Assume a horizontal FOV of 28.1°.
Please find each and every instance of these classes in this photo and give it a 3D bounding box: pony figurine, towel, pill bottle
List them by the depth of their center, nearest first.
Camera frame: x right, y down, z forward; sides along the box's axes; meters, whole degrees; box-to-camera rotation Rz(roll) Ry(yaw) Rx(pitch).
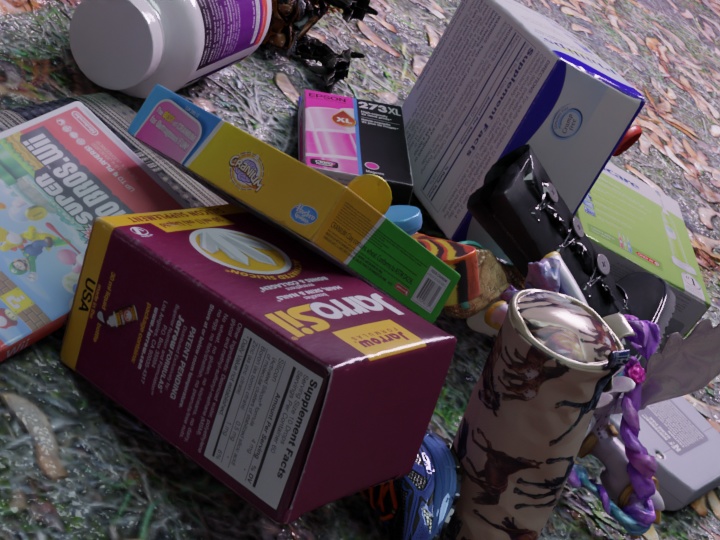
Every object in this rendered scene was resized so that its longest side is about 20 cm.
[{"bbox_3d":[-0.174,-0.054,1.049,0.199,0.035,0.192,39,25,12],"label":"towel"},{"bbox_3d":[0.176,0.085,1.060,0.165,0.194,0.200,-21,55,-26],"label":"pony figurine"},{"bbox_3d":[-0.160,-0.211,1.208,0.112,0.113,0.200,38,28,6],"label":"pill bottle"}]

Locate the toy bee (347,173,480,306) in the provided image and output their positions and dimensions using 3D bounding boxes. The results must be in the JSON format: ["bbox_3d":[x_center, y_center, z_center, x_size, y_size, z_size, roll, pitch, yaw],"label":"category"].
[{"bbox_3d":[0.000,0.000,1.092,0.108,0.200,0.132,-17,90,-24],"label":"toy bee"}]

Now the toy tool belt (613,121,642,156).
[{"bbox_3d":[0.228,-0.180,1.577,0.123,0.125,0.199,53,31,14],"label":"toy tool belt"}]

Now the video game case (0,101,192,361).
[{"bbox_3d":[-0.209,-0.031,0.933,0.143,0.018,0.200,42,43,13],"label":"video game case"}]

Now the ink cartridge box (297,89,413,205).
[{"bbox_3d":[-0.007,-0.117,1.280,0.094,0.037,0.201,9,29,-8],"label":"ink cartridge box"}]

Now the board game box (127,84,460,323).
[{"bbox_3d":[-0.046,-0.045,0.975,0.199,0.041,0.153,31,-3,39],"label":"board game box"}]

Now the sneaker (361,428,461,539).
[{"bbox_3d":[0.010,0.120,0.947,0.078,0.076,0.201,5,35,-18],"label":"sneaker"}]

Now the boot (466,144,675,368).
[{"bbox_3d":[0.177,-0.018,1.197,0.200,0.065,0.165,49,26,-11],"label":"boot"}]

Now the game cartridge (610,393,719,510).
[{"bbox_3d":[0.221,0.112,1.211,0.133,0.042,0.200,-14,55,-50],"label":"game cartridge"}]

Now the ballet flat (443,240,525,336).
[{"bbox_3d":[0.104,0.023,1.181,0.200,0.070,0.066,13,61,-65],"label":"ballet flat"}]

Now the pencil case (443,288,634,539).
[{"bbox_3d":[0.106,0.113,0.925,0.088,0.202,0.078,8,29,-18],"label":"pencil case"}]

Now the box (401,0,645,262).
[{"bbox_3d":[0.130,-0.132,1.298,0.104,0.185,0.200,20,21,-29],"label":"box"}]

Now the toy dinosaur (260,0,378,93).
[{"bbox_3d":[-0.061,-0.258,1.420,0.135,0.103,0.200,26,47,19],"label":"toy dinosaur"}]

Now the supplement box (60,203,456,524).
[{"bbox_3d":[-0.065,0.048,0.873,0.199,0.104,0.130,31,22,29],"label":"supplement box"}]

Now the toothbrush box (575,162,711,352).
[{"bbox_3d":[0.240,-0.022,1.383,0.145,0.086,0.201,27,30,-14],"label":"toothbrush box"}]
